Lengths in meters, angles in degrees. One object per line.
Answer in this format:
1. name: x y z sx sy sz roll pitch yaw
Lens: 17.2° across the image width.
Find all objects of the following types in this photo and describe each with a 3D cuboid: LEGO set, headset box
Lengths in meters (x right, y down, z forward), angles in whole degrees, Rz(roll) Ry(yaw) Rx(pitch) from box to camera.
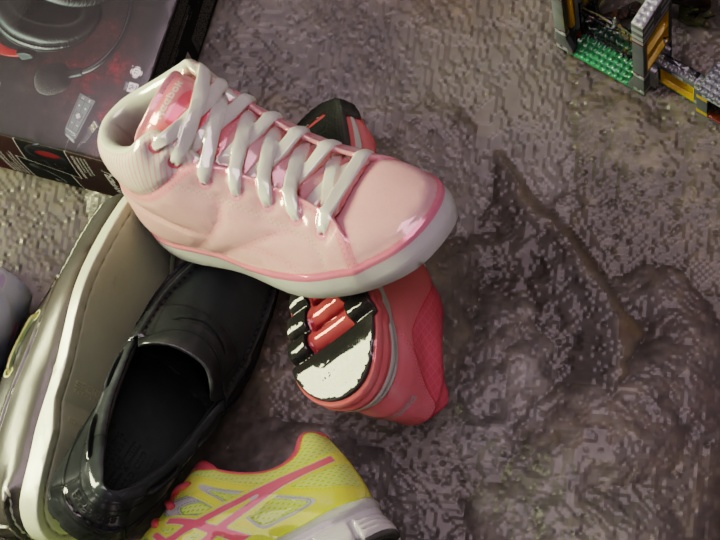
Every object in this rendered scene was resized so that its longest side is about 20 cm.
1. LEGO set: 0.192 -0.152 1.244 0.200 0.116 0.154 40 82 16
2. headset box: -0.193 -0.136 1.314 0.200 0.075 0.149 15 77 12

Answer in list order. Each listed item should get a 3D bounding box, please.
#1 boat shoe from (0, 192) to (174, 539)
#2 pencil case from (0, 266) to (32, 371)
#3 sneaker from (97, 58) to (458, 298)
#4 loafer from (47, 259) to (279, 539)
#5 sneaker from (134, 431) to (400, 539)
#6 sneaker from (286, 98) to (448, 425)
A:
1. boat shoe: -0.155 0.046 1.258 0.061 0.072 0.201 1 64 34
2. pencil case: -0.251 0.074 1.255 0.091 0.083 0.200 24 79 0
3. sneaker: -0.052 -0.049 1.183 0.200 0.105 0.075 8 55 41
4. loafer: -0.091 0.054 1.222 0.068 0.070 0.201 35 56 -7
5. sneaker: -0.084 0.146 1.224 0.200 0.078 0.090 -21 62 -4
6. sneaker: 0.000 0.000 1.258 0.074 0.087 0.200 -34 47 30
